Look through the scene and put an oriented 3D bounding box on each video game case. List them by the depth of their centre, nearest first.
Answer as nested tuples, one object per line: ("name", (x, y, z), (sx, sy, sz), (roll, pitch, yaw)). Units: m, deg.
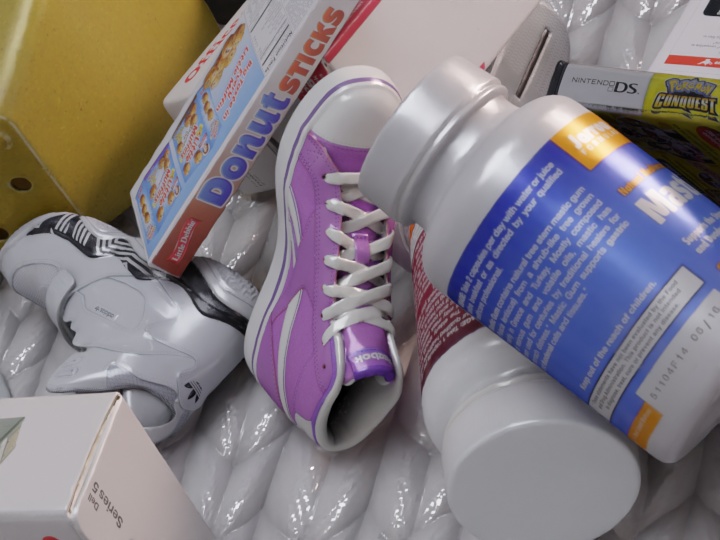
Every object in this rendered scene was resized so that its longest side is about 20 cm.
("video game case", (0.214, -0.046, 1.362), (0.180, 0.200, 0.026), (10, 76, 38))

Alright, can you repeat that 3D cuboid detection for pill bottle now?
("pill bottle", (0.100, -0.011, 1.304), (0.200, 0.112, 0.112), (38, 71, 13))
("pill bottle", (0.085, 0.037, 1.418), (0.114, 0.114, 0.200), (-18, 42, 14))

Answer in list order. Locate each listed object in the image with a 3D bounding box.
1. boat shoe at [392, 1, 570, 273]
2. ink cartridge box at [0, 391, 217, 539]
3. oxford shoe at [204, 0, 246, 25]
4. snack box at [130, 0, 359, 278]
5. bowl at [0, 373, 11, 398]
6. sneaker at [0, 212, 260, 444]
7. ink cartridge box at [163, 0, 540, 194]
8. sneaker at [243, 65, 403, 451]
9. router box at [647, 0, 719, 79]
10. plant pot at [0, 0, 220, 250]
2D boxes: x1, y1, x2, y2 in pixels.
("boat shoe", (0.060, -0.071, 1.592), (0.062, 0.072, 0.200), (-21, 31, 50))
("ink cartridge box", (-0.188, 0.143, 1.453), (0.199, 0.146, 0.084), (-4, 46, 28))
("oxford shoe", (-0.052, -0.200, 1.793), (0.200, 0.072, 0.071), (5, 23, 37))
("snack box", (-0.066, -0.094, 1.527), (0.200, 0.024, 0.072), (-55, 31, 25))
("bowl", (-0.309, 0.093, 1.621), (0.201, 0.090, 0.201), (-16, 42, 16))
("sneaker", (-0.153, 0.037, 1.592), (0.200, 0.075, 0.115), (15, 55, 36))
("ink cartridge box", (-0.007, -0.128, 1.610), (0.147, 0.083, 0.200), (-52, 21, -23))
("sneaker", (0.001, 0.000, 1.469), (0.072, 0.201, 0.114), (-2, 29, -24))
("router box", (0.261, -0.111, 1.510), (0.200, 0.049, 0.180), (10, 55, 38))
("plant pot", (-0.222, -0.118, 1.704), (0.194, 0.196, 0.200), (-12, 46, 21))
